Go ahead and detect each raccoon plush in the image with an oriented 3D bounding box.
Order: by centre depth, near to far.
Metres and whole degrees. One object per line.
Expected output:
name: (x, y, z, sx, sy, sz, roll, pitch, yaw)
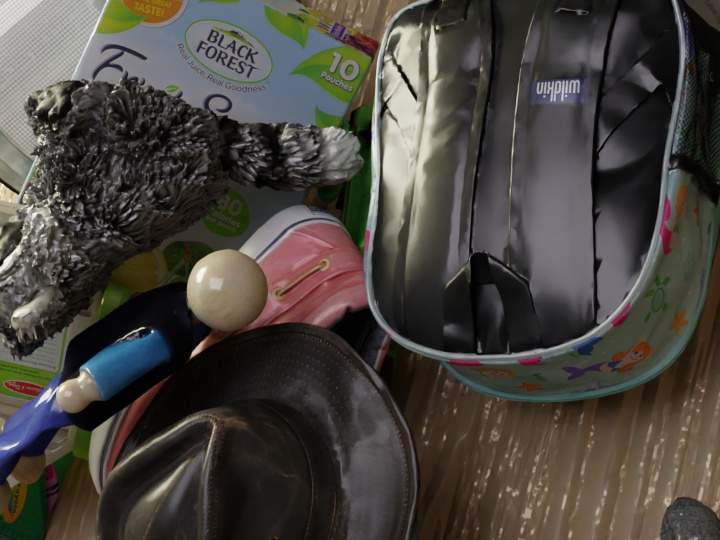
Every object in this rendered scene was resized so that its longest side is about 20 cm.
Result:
raccoon plush: (-0.103, -0.019, 1.181, 0.200, 0.097, 0.134, 2, 74, 6)

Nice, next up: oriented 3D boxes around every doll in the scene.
doll: (-0.122, 0.047, 1.177, 0.200, 0.136, 0.048, -37, 96, 30)

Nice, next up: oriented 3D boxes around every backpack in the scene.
backpack: (0.094, -0.033, 1.167, 0.177, 0.151, 0.200, -4, 64, 28)

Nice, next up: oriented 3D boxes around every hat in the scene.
hat: (-0.074, 0.113, 1.126, 0.201, 0.081, 0.201, -12, 70, 35)

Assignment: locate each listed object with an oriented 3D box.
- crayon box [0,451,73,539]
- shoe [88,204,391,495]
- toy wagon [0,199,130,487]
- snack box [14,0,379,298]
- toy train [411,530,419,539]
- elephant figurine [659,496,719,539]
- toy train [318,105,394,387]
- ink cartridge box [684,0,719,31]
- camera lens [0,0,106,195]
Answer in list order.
crayon box: (-0.259, 0.081, 1.388, 0.200, 0.058, 0.119, 12, 76, 34)
shoe: (-0.063, 0.065, 1.222, 0.200, 0.071, 0.091, -50, 40, 11)
toy wagon: (-0.213, 0.059, 1.274, 0.155, 0.040, 0.200, 13, 107, 2)
snack box: (-0.097, -0.064, 1.275, 0.142, 0.053, 0.200, 26, 107, -4)
toy train: (-0.062, 0.169, 1.217, 0.200, 0.087, 0.114, -32, 52, 16)
elephant figurine: (0.146, 0.189, 1.036, 0.141, 0.155, 0.200, -17, 70, -15)
toy train: (0.000, 0.000, 1.270, 0.056, 0.042, 0.200, -19, 58, 51)
ink cartridge box: (0.195, -0.188, 1.176, 0.200, 0.145, 0.085, -15, 62, 25)
camera lens: (-0.159, -0.148, 1.363, 0.200, 0.160, 0.160, -39, 55, 11)
